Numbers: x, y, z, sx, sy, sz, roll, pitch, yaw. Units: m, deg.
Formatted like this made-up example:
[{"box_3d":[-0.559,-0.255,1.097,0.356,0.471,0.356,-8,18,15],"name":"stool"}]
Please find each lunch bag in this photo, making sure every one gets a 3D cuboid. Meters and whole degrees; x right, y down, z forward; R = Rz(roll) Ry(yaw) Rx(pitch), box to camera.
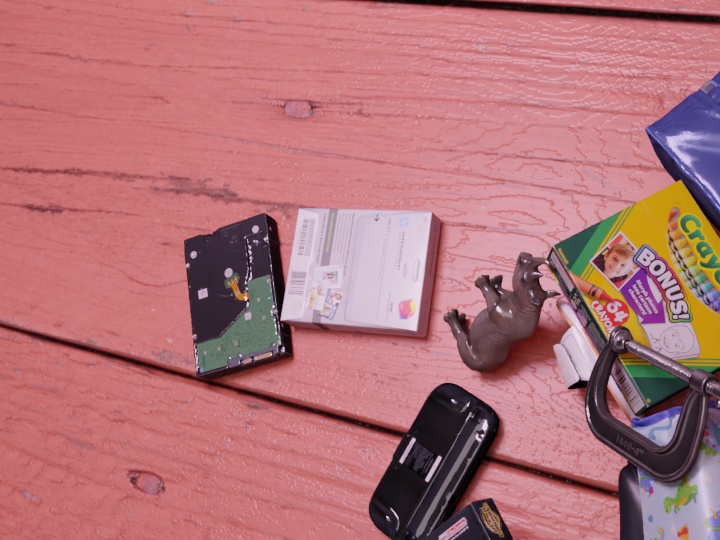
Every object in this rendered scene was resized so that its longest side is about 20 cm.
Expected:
[{"box_3d":[0.427,-0.116,1.184,0.132,0.136,0.201,-39,62,10],"name":"lunch bag"},{"box_3d":[0.380,0.231,1.088,0.127,0.197,0.173,-33,54,57],"name":"lunch bag"}]

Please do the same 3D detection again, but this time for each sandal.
[{"box_3d":[0.264,0.126,1.225,0.059,0.079,0.209,-33,66,10],"name":"sandal"}]

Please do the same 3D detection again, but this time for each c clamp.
[{"box_3d":[0.293,0.113,1.063,0.199,0.027,0.174,20,103,63],"name":"c clamp"}]

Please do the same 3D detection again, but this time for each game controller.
[{"box_3d":[0.086,0.238,1.307,0.104,0.042,0.202,29,89,43],"name":"game controller"}]

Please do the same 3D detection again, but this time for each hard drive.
[{"box_3d":[-0.170,0.036,1.481,0.138,0.038,0.203,-18,68,20],"name":"hard drive"}]

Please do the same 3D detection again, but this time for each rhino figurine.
[{"box_3d":[0.169,0.047,1.260,0.088,0.059,0.201,60,139,21],"name":"rhino figurine"}]

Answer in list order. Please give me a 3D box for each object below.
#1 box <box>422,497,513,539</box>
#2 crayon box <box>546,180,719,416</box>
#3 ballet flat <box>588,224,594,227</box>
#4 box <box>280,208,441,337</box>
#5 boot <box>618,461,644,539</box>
[{"box_3d":[0.109,0.376,1.208,0.200,0.046,0.161,-45,59,33],"name":"box"},{"box_3d":[0.328,0.028,1.184,0.170,0.058,0.202,-26,73,-8],"name":"crayon box"},{"box_3d":[0.293,0.044,1.248,0.069,0.069,0.203,-27,66,16],"name":"ballet flat"},{"box_3d":[0.000,0.000,1.409,0.197,0.041,0.159,2,76,27],"name":"box"},{"box_3d":[0.270,0.324,1.166,0.166,0.076,0.203,-24,72,13],"name":"boot"}]
